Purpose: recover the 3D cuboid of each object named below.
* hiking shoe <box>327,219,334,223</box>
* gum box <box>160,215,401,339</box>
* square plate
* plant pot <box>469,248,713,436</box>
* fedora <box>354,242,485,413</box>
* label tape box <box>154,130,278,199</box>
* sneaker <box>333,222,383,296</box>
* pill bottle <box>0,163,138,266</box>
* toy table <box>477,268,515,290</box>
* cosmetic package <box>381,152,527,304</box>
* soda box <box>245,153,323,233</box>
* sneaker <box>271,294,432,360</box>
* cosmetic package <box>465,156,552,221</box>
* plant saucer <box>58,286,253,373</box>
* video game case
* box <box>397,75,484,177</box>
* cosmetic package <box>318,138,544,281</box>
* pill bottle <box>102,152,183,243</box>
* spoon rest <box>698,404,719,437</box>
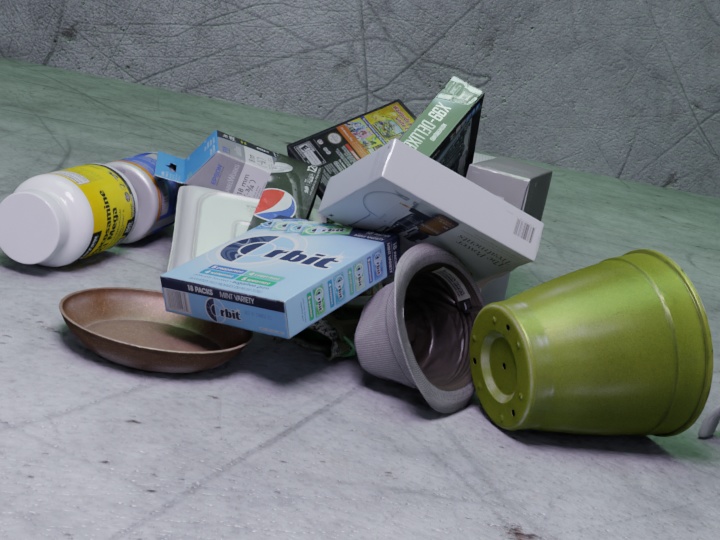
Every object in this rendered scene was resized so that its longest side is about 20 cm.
[{"bbox_3d":[-0.039,-0.042,1.781,0.100,0.076,0.200,2,6,-7],"label":"hiking shoe"},{"bbox_3d":[-0.081,0.002,1.274,0.169,0.045,0.200,10,27,34],"label":"gum box"},{"bbox_3d":[-0.137,-0.031,1.512,0.199,0.029,0.199,10,44,-11],"label":"square plate"},{"bbox_3d":[0.224,0.086,1.247,0.192,0.202,0.200,-6,19,-23],"label":"plant pot"},{"bbox_3d":[0.057,0.065,1.279,0.090,0.178,0.200,-15,12,34],"label":"fedora"},{"bbox_3d":[-0.177,-0.141,1.659,0.199,0.064,0.144,20,14,-14],"label":"label tape box"},{"bbox_3d":[0.000,0.000,1.457,0.075,0.093,0.200,5,-14,10],"label":"sneaker"},{"bbox_3d":[-0.361,-0.067,1.478,0.112,0.113,0.200,15,14,11],"label":"pill bottle"},{"bbox_3d":[0.113,0.009,1.580,0.183,0.118,0.200,12,12,0],"label":"toy table"},{"bbox_3d":[0.128,-0.070,1.732,0.199,0.201,0.123,12,13,2],"label":"cosmetic package"},{"bbox_3d":[-0.101,-0.053,1.474,0.063,0.071,0.201,18,43,-2],"label":"soda box"},{"bbox_3d":[-0.017,0.075,1.354,0.199,0.077,0.089,12,44,-6],"label":"sneaker"},{"bbox_3d":[0.185,-0.085,1.554,0.090,0.107,0.200,16,14,17],"label":"cosmetic package"},{"bbox_3d":[-0.211,0.064,1.237,0.199,0.037,0.200,11,14,-3],"label":"plant saucer"},{"bbox_3d":[0.024,-0.137,1.615,0.180,0.026,0.200,-24,50,-15],"label":"video game case"},{"bbox_3d":[0.072,-0.117,1.473,0.050,0.158,0.200,31,61,17],"label":"box"},{"bbox_3d":[0.075,-0.057,1.309,0.199,0.052,0.151,27,-21,-20],"label":"cosmetic package"},{"bbox_3d":[-0.305,-0.108,1.697,0.111,0.113,0.200,14,13,8],"label":"pill bottle"},{"bbox_3d":[0.468,0.185,1.292,0.199,0.061,0.099,19,15,31],"label":"spoon rest"}]
